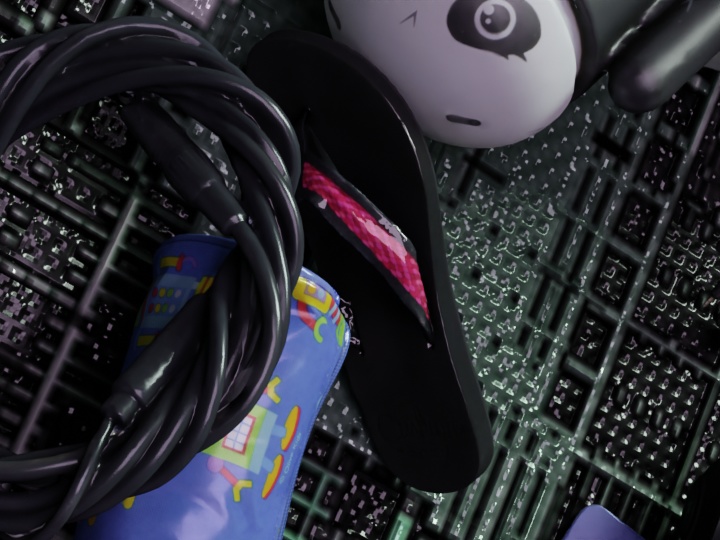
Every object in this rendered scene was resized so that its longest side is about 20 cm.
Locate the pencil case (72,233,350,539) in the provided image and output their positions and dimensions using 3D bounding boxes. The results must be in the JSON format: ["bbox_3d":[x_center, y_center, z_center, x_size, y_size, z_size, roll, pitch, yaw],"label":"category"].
[{"bbox_3d":[-0.062,0.088,0.957,0.087,0.078,0.200,15,77,-5],"label":"pencil case"}]

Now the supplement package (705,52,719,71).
[{"bbox_3d":[0.263,-0.142,1.093,0.155,0.200,0.111,12,79,-28],"label":"supplement package"}]

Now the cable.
[{"bbox_3d":[-0.102,0.005,0.922,0.163,0.051,0.200,1,69,0],"label":"cable"}]

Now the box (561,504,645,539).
[{"bbox_3d":[0.095,0.206,1.047,0.121,0.032,0.200,37,67,-5],"label":"box"}]

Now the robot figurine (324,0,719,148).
[{"bbox_3d":[0.074,-0.140,1.028,0.200,0.150,0.125,-45,122,-25],"label":"robot figurine"}]

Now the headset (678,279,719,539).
[{"bbox_3d":[0.193,0.095,1.069,0.123,0.094,0.200,-6,55,-17],"label":"headset"}]

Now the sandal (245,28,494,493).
[{"bbox_3d":[0.000,0.000,1.001,0.045,0.075,0.200,-27,102,-45],"label":"sandal"}]
